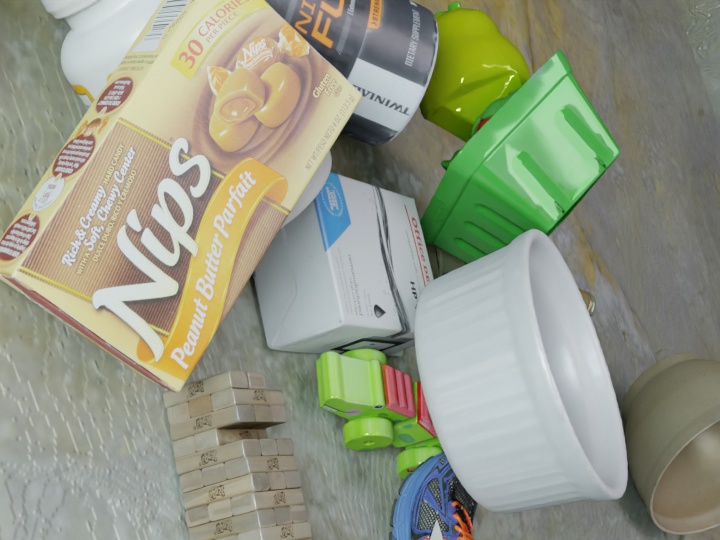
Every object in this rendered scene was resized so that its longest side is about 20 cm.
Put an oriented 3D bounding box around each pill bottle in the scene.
[{"bbox_3d":[-0.053,-0.169,0.863,0.198,0.106,0.107,19,51,-23],"label":"pill bottle"},{"bbox_3d":[-0.111,-0.118,0.764,0.201,0.112,0.113,56,30,-24],"label":"pill bottle"}]

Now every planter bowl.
[{"bbox_3d":[0.381,0.181,1.421,0.200,0.200,0.135,41,11,-43],"label":"planter bowl"}]

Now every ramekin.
[{"bbox_3d":[0.117,0.080,0.920,0.201,0.097,0.202,52,27,-41],"label":"ramekin"}]

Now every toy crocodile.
[{"bbox_3d":[0.033,0.106,0.937,0.200,0.061,0.068,36,43,-47],"label":"toy crocodile"}]

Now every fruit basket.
[{"bbox_3d":[0.099,-0.114,1.030,0.155,0.215,0.216,-44,119,-16],"label":"fruit basket"}]

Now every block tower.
[{"bbox_3d":[-0.063,0.164,0.731,0.054,0.057,0.203,11,64,-58],"label":"block tower"}]

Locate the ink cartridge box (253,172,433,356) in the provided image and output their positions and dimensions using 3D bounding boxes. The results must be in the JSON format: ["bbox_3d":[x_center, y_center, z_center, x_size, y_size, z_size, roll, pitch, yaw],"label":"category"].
[{"bbox_3d":[0.000,0.000,0.940,0.199,0.067,0.118,10,64,-60],"label":"ink cartridge box"}]

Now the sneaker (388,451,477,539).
[{"bbox_3d":[0.062,0.216,0.880,0.075,0.078,0.202,50,41,-36],"label":"sneaker"}]

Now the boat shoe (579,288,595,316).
[{"bbox_3d":[0.184,0.032,1.180,0.201,0.075,0.072,75,3,-47],"label":"boat shoe"}]

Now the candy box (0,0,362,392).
[{"bbox_3d":[-0.098,-0.051,0.681,0.115,0.055,0.201,39,76,-31],"label":"candy box"}]

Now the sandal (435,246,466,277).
[{"bbox_3d":[0.106,0.018,1.104,0.058,0.079,0.203,94,-15,-60],"label":"sandal"}]
